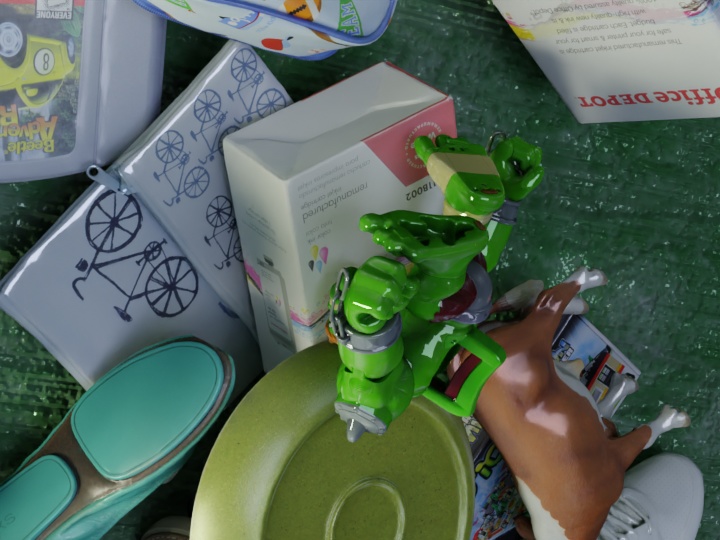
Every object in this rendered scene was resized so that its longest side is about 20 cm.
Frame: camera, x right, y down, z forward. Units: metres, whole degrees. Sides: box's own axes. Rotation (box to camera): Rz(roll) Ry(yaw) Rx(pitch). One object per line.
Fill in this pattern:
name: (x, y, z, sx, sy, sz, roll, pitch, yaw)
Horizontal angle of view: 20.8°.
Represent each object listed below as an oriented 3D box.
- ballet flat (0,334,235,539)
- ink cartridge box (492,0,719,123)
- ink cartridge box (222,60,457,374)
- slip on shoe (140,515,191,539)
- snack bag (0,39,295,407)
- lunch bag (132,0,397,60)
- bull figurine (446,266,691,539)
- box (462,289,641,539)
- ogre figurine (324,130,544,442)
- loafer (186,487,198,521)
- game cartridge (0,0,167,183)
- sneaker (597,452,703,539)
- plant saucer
ballet flat: (-0.142, 0.109, 1.084, 0.200, 0.068, 0.070, -40, 156, 5)
ink cartridge box: (0.157, -0.203, 1.097, 0.200, 0.146, 0.147, 50, 59, -32)
ink cartridge box: (0.000, 0.000, 1.108, 0.116, 0.067, 0.202, -28, 129, -26)
slip on shoe: (-0.064, 0.230, 1.122, 0.201, 0.076, 0.060, 53, 45, 2)
snack bag: (-0.090, -0.003, 1.094, 0.200, 0.021, 0.189, -46, 134, -9)
lunch bag: (-0.045, -0.220, 1.022, 0.159, 0.075, 0.202, 13, 82, -25)
bull figurine: (0.122, 0.092, 1.157, 0.121, 0.065, 0.201, -44, 124, -19)
box: (0.088, 0.120, 1.227, 0.201, 0.035, 0.110, -56, 141, -3)
ogre figurine: (0.034, 0.012, 1.018, 0.097, 0.201, 0.121, 15, 121, -1)
loafer: (-0.036, 0.188, 1.187, 0.072, 0.072, 0.201, -52, 127, -33)
game cartridge: (-0.193, -0.113, 1.015, 0.198, 0.041, 0.135, -3, 111, -28)
sneaker: (0.153, 0.183, 1.259, 0.200, 0.070, 0.081, -40, 152, -23)
plant saucer: (-0.004, 0.138, 1.077, 0.199, 0.031, 0.202, -9, 104, -39)
